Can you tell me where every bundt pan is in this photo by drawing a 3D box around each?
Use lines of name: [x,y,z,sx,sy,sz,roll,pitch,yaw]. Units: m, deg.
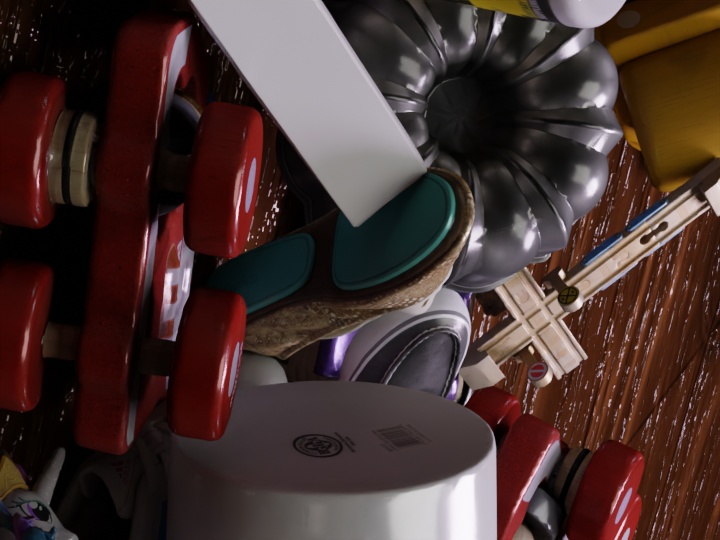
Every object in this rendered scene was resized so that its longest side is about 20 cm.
bundt pan: [0.055,-0.084,0.942,0.076,0.200,0.204,-169,-83,-75]

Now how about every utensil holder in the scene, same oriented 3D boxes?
utensil holder: [-0.016,0.173,0.839,0.169,0.168,0.203,-24,118,-57]

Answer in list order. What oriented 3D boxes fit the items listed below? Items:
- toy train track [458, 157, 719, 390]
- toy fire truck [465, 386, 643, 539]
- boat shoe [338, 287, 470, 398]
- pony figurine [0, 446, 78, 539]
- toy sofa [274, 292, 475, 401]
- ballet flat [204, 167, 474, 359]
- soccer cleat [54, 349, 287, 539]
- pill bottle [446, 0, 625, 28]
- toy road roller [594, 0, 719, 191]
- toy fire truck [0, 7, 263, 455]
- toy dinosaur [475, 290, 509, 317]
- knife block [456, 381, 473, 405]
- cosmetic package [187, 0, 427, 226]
toy train track: [0.143,0.008,1.022,0.199,0.033,0.115,-38,131,3]
toy fire truck: [0.093,0.180,1.087,0.169,0.111,0.200,-61,161,-18]
boat shoe: [0.010,0.098,0.973,0.069,0.067,0.201,9,130,-33]
pony figurine: [-0.151,0.181,0.739,0.193,0.199,0.167,-40,148,-24]
toy sofa: [0.022,-0.019,1.029,0.083,0.097,0.202,3,103,-63]
ballet flat: [0.000,0.000,0.895,0.065,0.199,0.071,27,60,-35]
soccer cleat: [-0.100,0.104,0.888,0.201,0.069,0.087,-56,149,-32]
pill bottle: [0.035,-0.190,0.839,0.114,0.198,0.116,-39,137,-49]
toy road roller: [0.191,-0.143,1.038,0.201,0.122,0.147,62,12,-52]
toy fire truck: [-0.101,-0.021,0.801,0.168,0.111,0.203,-76,174,-75]
toy dinosaur: [0.065,-0.044,1.121,0.201,0.060,0.107,-95,-174,-60]
knife block: [0.012,0.129,1.131,0.200,0.063,0.177,-42,139,-47]
cosmetic package: [-0.044,-0.116,0.795,0.050,0.083,0.200,-35,132,1]
